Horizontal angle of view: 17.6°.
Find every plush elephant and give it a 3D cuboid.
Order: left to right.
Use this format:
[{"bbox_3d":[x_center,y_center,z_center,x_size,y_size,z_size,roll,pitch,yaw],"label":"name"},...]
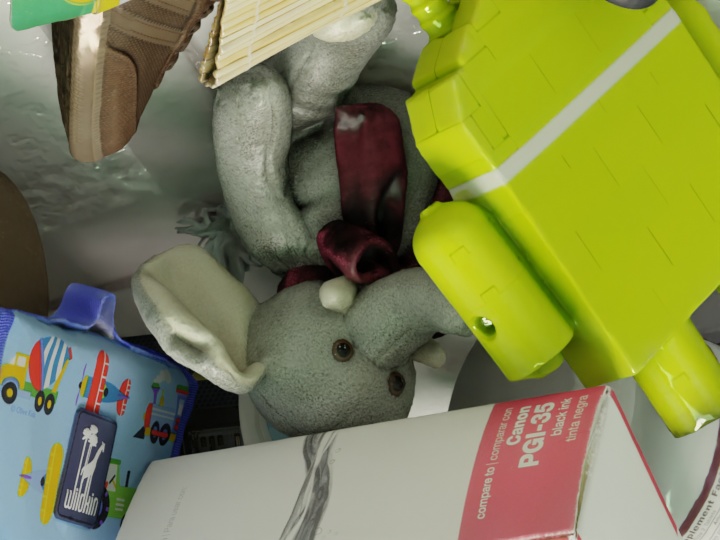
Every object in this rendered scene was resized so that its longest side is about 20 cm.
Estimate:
[{"bbox_3d":[0.000,0.000,0.924,0.165,0.155,0.200,25,132,-35],"label":"plush elephant"}]

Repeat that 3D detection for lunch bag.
[{"bbox_3d":[-0.138,0.099,0.891,0.094,0.200,0.151,19,178,28],"label":"lunch bag"}]

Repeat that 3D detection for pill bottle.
[{"bbox_3d":[0.142,0.085,0.998,0.200,0.110,0.110,21,135,-28],"label":"pill bottle"}]

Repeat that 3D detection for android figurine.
[{"bbox_3d":[0.091,-0.041,0.882,0.200,0.182,0.041,52,145,-9],"label":"android figurine"}]

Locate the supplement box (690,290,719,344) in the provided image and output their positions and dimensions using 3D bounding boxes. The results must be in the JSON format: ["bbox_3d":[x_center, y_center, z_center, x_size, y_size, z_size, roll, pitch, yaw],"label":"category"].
[{"bbox_3d":[0.155,0.065,1.115,0.109,0.061,0.200,-12,142,9],"label":"supplement box"}]

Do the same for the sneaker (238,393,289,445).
[{"bbox_3d":[0.017,0.109,1.001,0.074,0.200,0.082,-24,178,-36],"label":"sneaker"}]

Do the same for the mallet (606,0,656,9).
[{"bbox_3d":[0.177,-0.132,0.872,0.200,0.041,0.066,-2,141,-24],"label":"mallet"}]

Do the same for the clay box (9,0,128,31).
[{"bbox_3d":[-0.032,-0.157,0.726,0.200,0.048,0.115,-26,150,-28],"label":"clay box"}]

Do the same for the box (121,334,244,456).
[{"bbox_3d":[-0.064,0.104,1.138,0.157,0.051,0.200,-6,142,-2],"label":"box"}]

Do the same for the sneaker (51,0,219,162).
[{"bbox_3d":[-0.070,-0.111,0.840,0.075,0.071,0.200,-2,144,-13],"label":"sneaker"}]

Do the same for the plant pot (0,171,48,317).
[{"bbox_3d":[-0.221,0.010,0.899,0.174,0.201,0.200,0,146,-38],"label":"plant pot"}]

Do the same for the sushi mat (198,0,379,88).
[{"bbox_3d":[0.033,-0.131,0.792,0.200,0.012,0.096,-29,154,-26],"label":"sushi mat"}]

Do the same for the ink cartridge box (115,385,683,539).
[{"bbox_3d":[0.020,0.133,0.885,0.200,0.083,0.147,-10,127,25],"label":"ink cartridge box"}]
